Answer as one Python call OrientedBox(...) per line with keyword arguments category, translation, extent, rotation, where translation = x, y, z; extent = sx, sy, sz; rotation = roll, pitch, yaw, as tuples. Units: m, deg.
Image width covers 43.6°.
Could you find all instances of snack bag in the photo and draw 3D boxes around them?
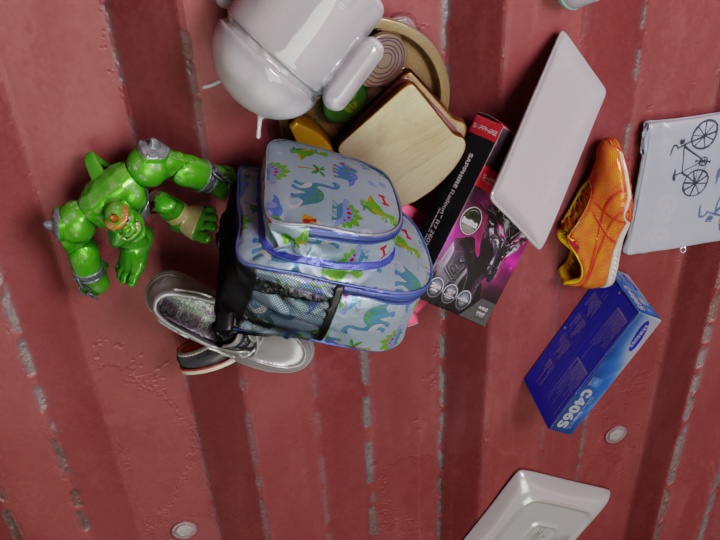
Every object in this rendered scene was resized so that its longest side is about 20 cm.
OrientedBox(category="snack bag", translation=(0.414, -0.107, 1.090), extent=(0.195, 0.022, 0.192), rotation=(-10, 127, -10))

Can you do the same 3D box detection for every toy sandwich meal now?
OrientedBox(category="toy sandwich meal", translation=(0.012, -0.152, 0.909), extent=(0.200, 0.071, 0.209), rotation=(-8, 127, -10))

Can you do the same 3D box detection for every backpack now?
OrientedBox(category="backpack", translation=(-0.030, -0.020, 0.859), extent=(0.196, 0.185, 0.149), rotation=(15, 125, -17))

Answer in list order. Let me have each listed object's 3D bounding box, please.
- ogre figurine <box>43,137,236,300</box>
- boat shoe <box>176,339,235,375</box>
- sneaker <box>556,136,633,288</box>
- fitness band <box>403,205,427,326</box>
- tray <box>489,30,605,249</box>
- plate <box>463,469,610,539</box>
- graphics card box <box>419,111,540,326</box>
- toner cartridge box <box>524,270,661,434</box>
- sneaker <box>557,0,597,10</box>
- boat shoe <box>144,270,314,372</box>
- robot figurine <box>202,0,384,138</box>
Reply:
OrientedBox(category="ogre figurine", translation=(-0.229, -0.057, 0.900), extent=(0.196, 0.100, 0.120), rotation=(-19, 148, 18))
OrientedBox(category="boat shoe", translation=(-0.127, 0.050, 1.017), extent=(0.197, 0.071, 0.063), rotation=(-28, 116, 2))
OrientedBox(category="sneaker", translation=(0.273, -0.059, 1.054), extent=(0.075, 0.074, 0.204), rotation=(-1, 123, -3))
OrientedBox(category="fitness band", translation=(0.000, 0.000, 0.994), extent=(0.196, 0.037, 0.147), rotation=(-13, 96, -19))
OrientedBox(category="tray", translation=(0.193, -0.136, 0.943), extent=(0.107, 0.022, 0.203), rotation=(37, 72, -41))
OrientedBox(category="plate", translation=(0.276, 0.408, 1.419), extent=(0.196, 0.033, 0.202), rotation=(17, 118, -27))
OrientedBox(category="graphics card box", translation=(0.131, -0.051, 0.978), extent=(0.124, 0.051, 0.203), rotation=(23, 98, -43))
OrientedBox(category="toner cartridge box", translation=(0.295, 0.106, 1.164), extent=(0.042, 0.096, 0.202), rotation=(16, 120, -27))
OrientedBox(category="sneaker", translation=(0.279, -0.302, 0.831), extent=(0.199, 0.141, 0.077), rotation=(-41, 126, 14))
OrientedBox(category="boat shoe", translation=(-0.133, 0.061, 0.947), extent=(0.198, 0.069, 0.073), rotation=(33, 98, -22))
OrientedBox(category="robot figurine", translation=(-0.057, -0.220, 0.802), extent=(0.201, 0.169, 0.113), rotation=(-50, 163, 9))
